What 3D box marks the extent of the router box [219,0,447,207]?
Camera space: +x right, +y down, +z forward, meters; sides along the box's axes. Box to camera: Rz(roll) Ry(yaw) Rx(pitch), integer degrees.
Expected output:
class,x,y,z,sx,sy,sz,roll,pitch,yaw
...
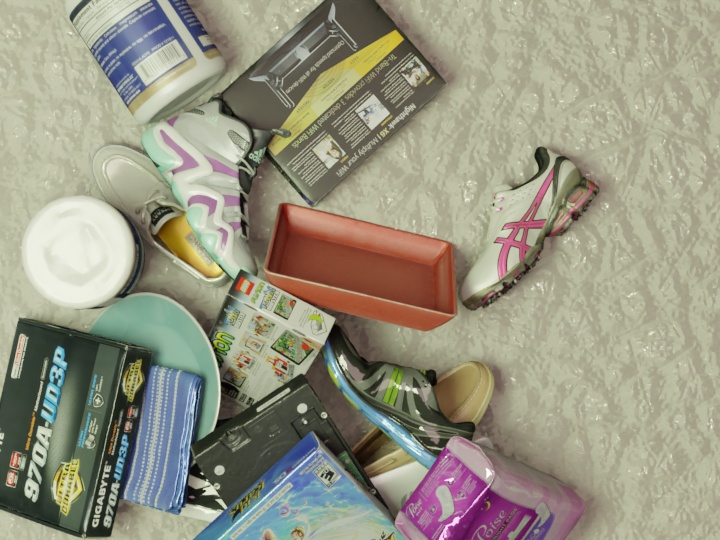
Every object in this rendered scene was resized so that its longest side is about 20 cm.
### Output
class,x,y,z,sx,sy,sz,roll,pitch,yaw
router box,-0.030,-0.193,1.675,0.200,0.052,0.157,-41,92,-4

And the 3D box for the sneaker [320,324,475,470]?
class,x,y,z,sx,sy,sz,roll,pitch,yaw
sneaker,0.036,0.123,1.601,0.199,0.071,0.083,41,86,0

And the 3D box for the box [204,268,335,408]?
class,x,y,z,sx,sy,sz,roll,pitch,yaw
box,-0.104,0.082,1.596,0.109,0.200,0.035,28,57,-3

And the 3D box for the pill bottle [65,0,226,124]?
class,x,y,z,sx,sy,sz,roll,pitch,yaw
pill bottle,-0.239,-0.265,1.631,0.115,0.116,0.201,-33,91,-4

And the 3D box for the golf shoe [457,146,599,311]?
class,x,y,z,sx,sy,sz,roll,pitch,yaw
golf shoe,0.165,-0.044,1.680,0.092,0.073,0.200,42,77,4

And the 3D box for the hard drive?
class,x,y,z,sx,sy,sz,roll,pitch,yaw
hard drive,-0.065,0.223,1.585,0.139,0.038,0.201,-33,111,-3

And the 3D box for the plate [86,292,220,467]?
class,x,y,z,sx,sy,sz,roll,pitch,yaw
plate,-0.221,0.124,1.631,0.199,0.025,0.202,0,89,31

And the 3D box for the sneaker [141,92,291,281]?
class,x,y,z,sx,sy,sz,roll,pitch,yaw
sneaker,-0.124,-0.095,1.603,0.139,0.078,0.201,-32,80,-2

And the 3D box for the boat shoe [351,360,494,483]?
class,x,y,z,sx,sy,sz,roll,pitch,yaw
boat shoe,0.060,0.167,1.655,0.200,0.071,0.065,-45,130,-2

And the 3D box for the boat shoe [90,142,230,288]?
class,x,y,z,sx,sy,sz,roll,pitch,yaw
boat shoe,-0.212,-0.059,1.652,0.071,0.070,0.200,-42,92,-3

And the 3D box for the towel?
class,x,y,z,sx,sy,sz,roll,pitch,yaw
towel,-0.254,0.166,1.616,0.198,0.024,0.146,7,88,31

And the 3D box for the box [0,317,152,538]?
class,x,y,z,sx,sy,sz,roll,pitch,yaw
box,-0.309,0.162,1.613,0.158,0.046,0.202,12,88,32

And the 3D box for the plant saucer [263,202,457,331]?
class,x,y,z,sx,sy,sz,roll,pitch,yaw
plant saucer,0.000,0.000,1.615,0.198,0.200,0.037,13,112,-3

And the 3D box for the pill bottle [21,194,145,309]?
class,x,y,z,sx,sy,sz,roll,pitch,yaw
pill bottle,-0.278,-0.016,1.581,0.110,0.200,0.112,0,89,-4

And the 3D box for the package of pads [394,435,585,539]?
class,x,y,z,sx,sy,sz,roll,pitch,yaw
package of pads,0.138,0.252,1.600,0.076,0.199,0.121,40,98,41

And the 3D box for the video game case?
class,x,y,z,sx,sy,sz,roll,pitch,yaw
video game case,-0.062,0.295,1.564,0.200,0.045,0.181,-42,113,0

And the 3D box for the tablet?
class,x,y,z,sx,sy,sz,roll,pitch,yaw
tablet,0.060,0.260,1.662,0.198,0.014,0.131,-20,121,-4

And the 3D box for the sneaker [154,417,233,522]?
class,x,y,z,sx,sy,sz,roll,pitch,yaw
sneaker,-0.125,0.217,1.650,0.198,0.073,0.113,13,90,-2
